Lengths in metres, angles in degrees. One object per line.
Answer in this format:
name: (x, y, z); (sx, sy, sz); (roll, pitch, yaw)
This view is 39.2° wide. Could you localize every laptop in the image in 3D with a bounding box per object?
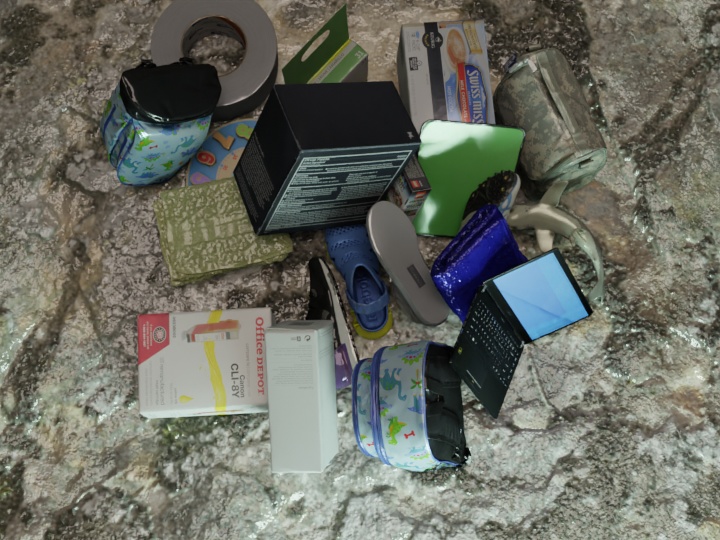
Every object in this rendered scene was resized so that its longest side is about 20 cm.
laptop: (0.234, 0.095, 1.451); (0.102, 0.177, 0.202); (7, 60, 37)

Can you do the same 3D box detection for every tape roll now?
tape roll: (-0.229, -0.342, 1.604); (0.197, 0.066, 0.203); (1, 78, -3)

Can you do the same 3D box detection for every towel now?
towel: (0.192, 0.016, 1.481); (0.148, 0.200, 0.049); (-49, 43, -12)
towel: (-0.209, -0.066, 1.528); (0.197, 0.036, 0.150); (-14, 82, 2)

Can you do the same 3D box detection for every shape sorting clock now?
shape sorting clock: (-0.173, -0.143, 1.573); (0.197, 0.039, 0.203); (1, 77, -3)

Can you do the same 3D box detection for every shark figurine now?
shark figurine: (0.318, -0.053, 1.543); (0.214, 0.089, 0.128); (41, 106, 5)

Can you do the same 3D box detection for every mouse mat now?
mouse mat: (0.153, -0.133, 1.519); (0.159, 0.202, 0.008); (4, 34, -9)

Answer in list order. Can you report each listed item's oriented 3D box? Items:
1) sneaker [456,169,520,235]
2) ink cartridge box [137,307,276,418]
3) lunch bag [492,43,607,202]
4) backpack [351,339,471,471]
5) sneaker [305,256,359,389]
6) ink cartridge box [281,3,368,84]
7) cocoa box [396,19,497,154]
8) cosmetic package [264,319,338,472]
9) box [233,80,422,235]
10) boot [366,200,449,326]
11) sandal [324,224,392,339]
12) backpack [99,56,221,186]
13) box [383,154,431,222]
sneaker: (0.187, -0.061, 1.523); (0.072, 0.072, 0.201); (16, 114, -30)
ink cartridge box: (-0.221, 0.135, 1.483); (0.197, 0.083, 0.147); (-3, 76, -3)
lunch bag: (0.290, -0.227, 1.546); (0.138, 0.168, 0.202); (-21, 78, -7)
backpack: (0.066, 0.191, 1.423); (0.145, 0.200, 0.186); (-6, 78, 16)
sneaker: (-0.062, 0.080, 1.510); (0.087, 0.076, 0.202); (-17, 78, -1)
ink cartridge box: (-0.050, -0.293, 1.530); (0.048, 0.200, 0.146); (40, 78, 9)
cocoa box: (0.131, -0.267, 1.566); (0.129, 0.133, 0.203); (-4, 77, -3)
cosmetic package: (-0.082, 0.176, 1.433); (0.080, 0.113, 0.203); (0, 93, 11)
box: (-0.051, -0.162, 1.445); (0.198, 0.199, 0.124); (-8, 63, -31)
boot: (0.057, -0.005, 1.506); (0.073, 0.095, 0.202); (-28, 94, -18)
sandal: (0.000, 0.000, 1.524); (0.079, 0.087, 0.202); (-22, 77, -5)
backpack: (-0.310, -0.215, 1.506); (0.162, 0.199, 0.156); (-14, 89, -40)
box: (0.036, -0.170, 1.530); (0.034, 0.110, 0.202); (-11, 64, -27)
